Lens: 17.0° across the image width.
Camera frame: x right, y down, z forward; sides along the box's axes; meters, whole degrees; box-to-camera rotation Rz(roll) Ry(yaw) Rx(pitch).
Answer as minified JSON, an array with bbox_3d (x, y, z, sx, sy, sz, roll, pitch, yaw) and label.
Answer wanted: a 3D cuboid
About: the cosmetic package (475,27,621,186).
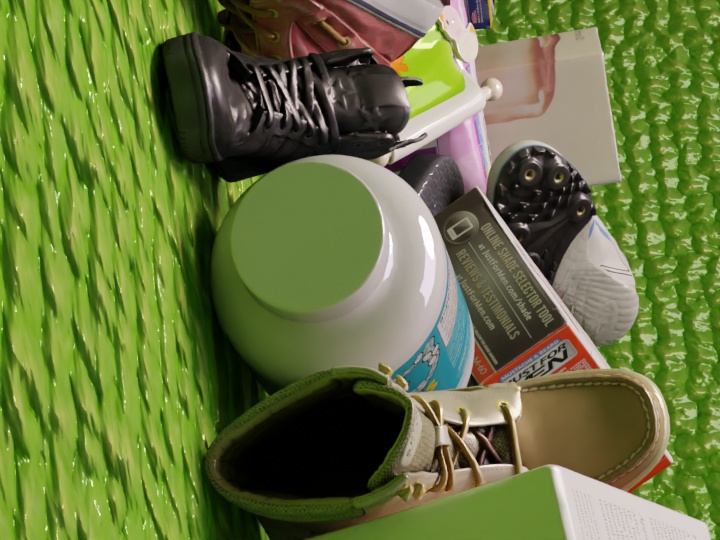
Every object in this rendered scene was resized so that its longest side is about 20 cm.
[{"bbox_3d":[0.063,-0.093,1.545,0.103,0.199,0.088,-82,163,-76],"label":"cosmetic package"}]

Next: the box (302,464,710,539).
[{"bbox_3d":[0.068,0.169,1.077,0.200,0.151,0.107,26,48,-61],"label":"box"}]

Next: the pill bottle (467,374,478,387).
[{"bbox_3d":[0.038,0.111,1.409,0.200,0.116,0.117,23,58,-83],"label":"pill bottle"}]

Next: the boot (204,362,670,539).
[{"bbox_3d":[0.038,0.078,1.070,0.155,0.199,0.073,57,20,-72],"label":"boot"}]

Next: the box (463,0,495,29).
[{"bbox_3d":[0.043,-0.251,1.474,0.070,0.064,0.201,-77,163,-64],"label":"box"}]

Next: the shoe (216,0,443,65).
[{"bbox_3d":[-0.044,-0.135,1.214,0.200,0.091,0.072,21,23,-52],"label":"shoe"}]

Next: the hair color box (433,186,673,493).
[{"bbox_3d":[0.101,0.050,1.379,0.111,0.064,0.200,58,4,36],"label":"hair color box"}]

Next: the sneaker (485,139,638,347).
[{"bbox_3d":[0.114,-0.020,1.464,0.073,0.072,0.200,50,-3,36],"label":"sneaker"}]

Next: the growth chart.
[{"bbox_3d":[0.002,-0.157,1.350,0.145,0.018,0.201,-43,109,-42],"label":"growth chart"}]

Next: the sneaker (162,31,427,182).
[{"bbox_3d":[-0.026,-0.080,1.133,0.200,0.103,0.060,44,35,-81],"label":"sneaker"}]

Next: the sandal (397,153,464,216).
[{"bbox_3d":[0.000,0.000,1.349,0.200,0.043,0.077,-44,132,-52],"label":"sandal"}]

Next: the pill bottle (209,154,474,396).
[{"bbox_3d":[-0.009,0.014,1.138,0.200,0.110,0.112,62,20,-71],"label":"pill bottle"}]

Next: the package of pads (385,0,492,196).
[{"bbox_3d":[0.018,-0.065,1.463,0.076,0.120,0.201,-56,137,-73],"label":"package of pads"}]
